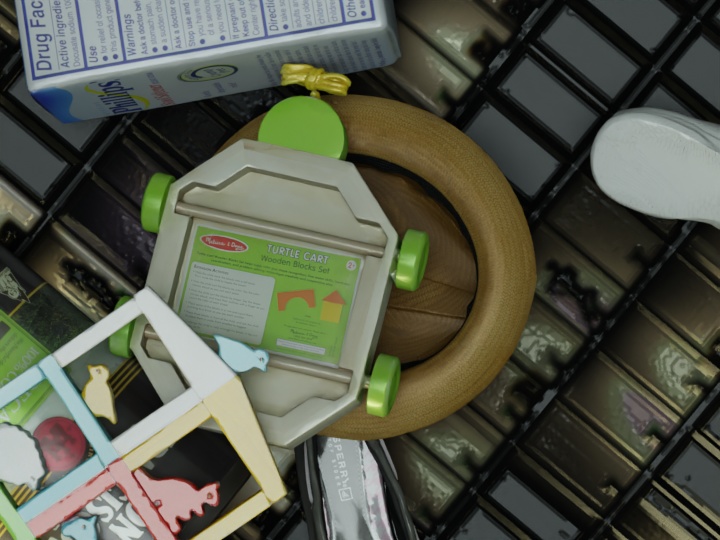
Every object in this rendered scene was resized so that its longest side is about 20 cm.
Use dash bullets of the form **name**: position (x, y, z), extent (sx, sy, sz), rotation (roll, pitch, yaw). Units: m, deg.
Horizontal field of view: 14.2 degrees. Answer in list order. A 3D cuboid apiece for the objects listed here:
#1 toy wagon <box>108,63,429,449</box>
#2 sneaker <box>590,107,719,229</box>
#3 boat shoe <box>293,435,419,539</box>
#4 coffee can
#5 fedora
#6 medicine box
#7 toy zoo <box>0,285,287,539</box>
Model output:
- **toy wagon**: position (-0.042, -0.009, 1.542), extent (0.154, 0.040, 0.201), rotation (13, 82, 9)
- **sneaker**: position (0.226, -0.040, 1.591), extent (0.199, 0.088, 0.076), rotation (30, 112, 7)
- **boat shoe**: position (0.003, 0.162, 1.626), extent (0.066, 0.057, 0.201), rotation (-15, 93, 3)
- **coffee can**: position (-0.176, 0.096, 1.585), extent (0.200, 0.146, 0.147), rotation (40, 94, 0)
- **fedora**: position (0.000, 0.000, 1.601), extent (0.199, 0.082, 0.202), rotation (-1, 85, 9)
- **medicine box**: position (-0.091, -0.192, 1.571), extent (0.199, 0.103, 0.183), rotation (-10, 82, 4)
- **toy zoo**: position (-0.130, 0.100, 1.502), extent (0.199, 0.020, 0.132), rotation (-34, 90, 0)
